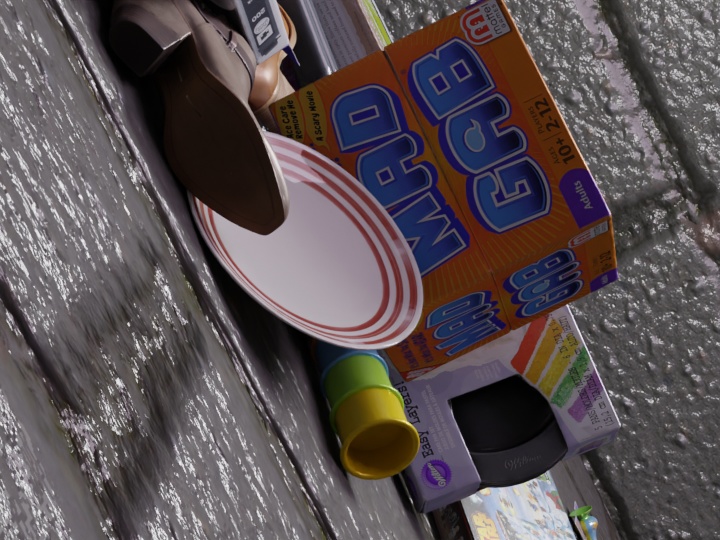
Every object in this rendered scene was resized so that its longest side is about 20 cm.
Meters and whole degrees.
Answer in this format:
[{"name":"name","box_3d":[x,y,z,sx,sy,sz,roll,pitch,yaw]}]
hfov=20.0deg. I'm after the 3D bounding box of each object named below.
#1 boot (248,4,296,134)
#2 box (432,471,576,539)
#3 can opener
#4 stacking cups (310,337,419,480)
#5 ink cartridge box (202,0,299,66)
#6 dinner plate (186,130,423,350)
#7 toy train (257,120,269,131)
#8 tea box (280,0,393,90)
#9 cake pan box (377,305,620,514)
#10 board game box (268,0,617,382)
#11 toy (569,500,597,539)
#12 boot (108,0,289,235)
[{"name":"boot","box_3d":[-0.119,-0.214,1.712,0.155,0.076,0.201,50,22,-46]},{"name":"box","box_3d":[0.129,0.231,1.786,0.136,0.040,0.201,22,33,-32]},{"name":"can opener","box_3d":[-0.050,-0.176,1.818,0.053,0.066,0.201,5,68,-78]},{"name":"stacking cups","box_3d":[-0.006,0.066,1.538,0.061,0.060,0.200,58,10,-41]},{"name":"ink cartridge box","box_3d":[-0.132,-0.248,1.530,0.198,0.043,0.200,48,-7,19]},{"name":"dinner plate","box_3d":[-0.042,-0.019,1.439,0.199,0.024,0.201,28,34,-21]},{"name":"toy train","box_3d":[-0.053,-0.044,1.695,0.200,0.034,0.046,58,11,-39]},{"name":"tea box","box_3d":[-0.026,-0.178,1.942,0.201,0.133,0.197,64,8,3]},{"name":"cake pan box","box_3d":[0.100,0.088,1.717,0.052,0.183,0.201,95,-25,-70]},{"name":"board game box","box_3d":[0.071,-0.060,1.616,0.200,0.199,0.201,60,5,-73]},{"name":"toy","box_3d":[0.367,0.435,2.979,0.201,0.047,0.115,63,9,-6]},{"name":"boot","box_3d":[-0.101,-0.126,1.428,0.200,0.070,0.146,55,19,-6]}]
